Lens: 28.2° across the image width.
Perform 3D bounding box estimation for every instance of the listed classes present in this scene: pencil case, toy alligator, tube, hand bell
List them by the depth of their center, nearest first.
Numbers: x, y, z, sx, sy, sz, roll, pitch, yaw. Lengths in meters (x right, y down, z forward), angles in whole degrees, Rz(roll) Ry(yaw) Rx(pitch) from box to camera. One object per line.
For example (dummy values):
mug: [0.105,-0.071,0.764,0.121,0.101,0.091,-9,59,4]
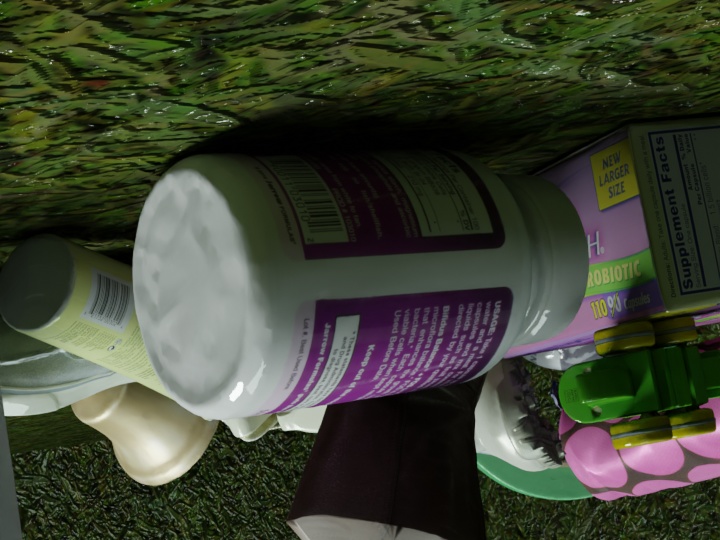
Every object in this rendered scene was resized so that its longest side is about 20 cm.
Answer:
toy alligator: [0.160,0.058,0.750,0.054,0.060,0.199,-17,170,43]
tube: [-0.116,0.033,0.784,0.058,0.052,0.200,-18,156,23]
hand bell: [-0.188,0.059,0.895,0.103,0.105,0.199,-15,150,34]
pencil case: [0.220,0.087,0.942,0.091,0.094,0.199,41,143,-21]

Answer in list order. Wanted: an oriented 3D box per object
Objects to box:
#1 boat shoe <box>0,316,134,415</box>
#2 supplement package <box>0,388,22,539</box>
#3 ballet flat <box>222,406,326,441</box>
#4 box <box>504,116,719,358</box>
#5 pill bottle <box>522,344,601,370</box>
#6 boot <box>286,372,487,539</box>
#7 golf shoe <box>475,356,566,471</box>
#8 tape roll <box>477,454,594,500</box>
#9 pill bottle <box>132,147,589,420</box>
boat shoe: [-0.157,0.028,0.827,0.199,0.072,0.070,-11,-147,-38]
supplement package: [-0.272,0.074,0.639,0.199,0.157,0.110,-4,170,-40]
ballet flat: [-0.044,0.079,0.943,0.198,0.068,0.076,-11,-150,32]
box: [0.196,-0.021,0.819,0.198,0.098,0.176,-7,172,-24]
pill bottle: [0.151,0.019,1.017,0.105,0.107,0.200,-12,173,16]
boot: [-0.022,0.066,0.707,0.184,0.201,0.065,10,133,1]
golf shoe: [0.070,0.098,0.917,0.096,0.079,0.200,-25,-176,-1]
tape roll: [0.163,0.087,1.181,0.198,0.203,0.048,-10,173,-2]
pill bottle: [0.007,0.001,0.652,0.198,0.114,0.112,-4,170,-37]
